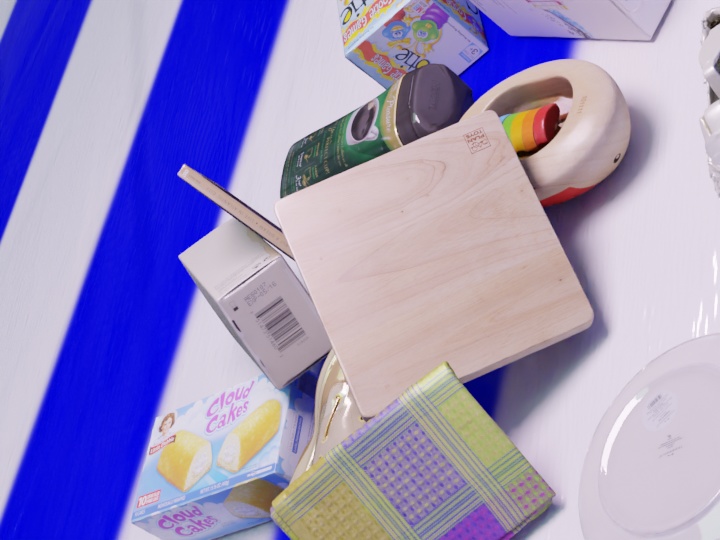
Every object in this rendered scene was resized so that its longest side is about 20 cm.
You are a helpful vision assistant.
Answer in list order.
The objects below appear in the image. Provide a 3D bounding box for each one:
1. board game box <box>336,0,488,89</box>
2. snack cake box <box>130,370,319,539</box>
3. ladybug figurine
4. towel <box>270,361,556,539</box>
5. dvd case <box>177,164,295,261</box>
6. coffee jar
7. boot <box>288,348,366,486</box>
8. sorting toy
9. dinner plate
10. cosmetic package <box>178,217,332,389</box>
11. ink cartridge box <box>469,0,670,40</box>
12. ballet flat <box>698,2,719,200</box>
[{"bbox_3d":[0.045,-0.275,1.850,0.103,0.105,0.201,-37,37,25],"label":"board game box"},{"bbox_3d":[-0.113,0.170,1.696,0.199,0.067,0.116,-24,45,39],"label":"snack cake box"},{"bbox_3d":[0.154,-0.108,1.587,0.199,0.072,0.137,-5,58,50],"label":"ladybug figurine"},{"bbox_3d":[0.037,0.181,1.440,0.200,0.144,0.023,-42,-3,19],"label":"towel"},{"bbox_3d":[-0.065,-0.023,1.637,0.016,0.199,0.149,-55,-7,0],"label":"dvd case"},{"bbox_3d":[0.019,-0.111,1.755,0.199,0.085,0.105,-28,38,37],"label":"coffee jar"},{"bbox_3d":[0.019,0.139,1.540,0.155,0.072,0.202,7,74,56],"label":"boot"},{"bbox_3d":[0.059,0.003,1.510,0.198,0.070,0.200,-23,69,-4],"label":"sorting toy"},{"bbox_3d":[0.228,0.130,1.328,0.200,0.024,0.201,-34,38,30],"label":"dinner plate"},{"bbox_3d":[-0.094,0.026,1.682,0.073,0.104,0.200,-35,19,-5],"label":"cosmetic package"},{"bbox_3d":[0.183,-0.306,1.657,0.199,0.144,0.148,11,69,54],"label":"ink cartridge box"},{"bbox_3d":[0.286,-0.126,1.439,0.071,0.072,0.201,-29,42,35],"label":"ballet flat"}]
